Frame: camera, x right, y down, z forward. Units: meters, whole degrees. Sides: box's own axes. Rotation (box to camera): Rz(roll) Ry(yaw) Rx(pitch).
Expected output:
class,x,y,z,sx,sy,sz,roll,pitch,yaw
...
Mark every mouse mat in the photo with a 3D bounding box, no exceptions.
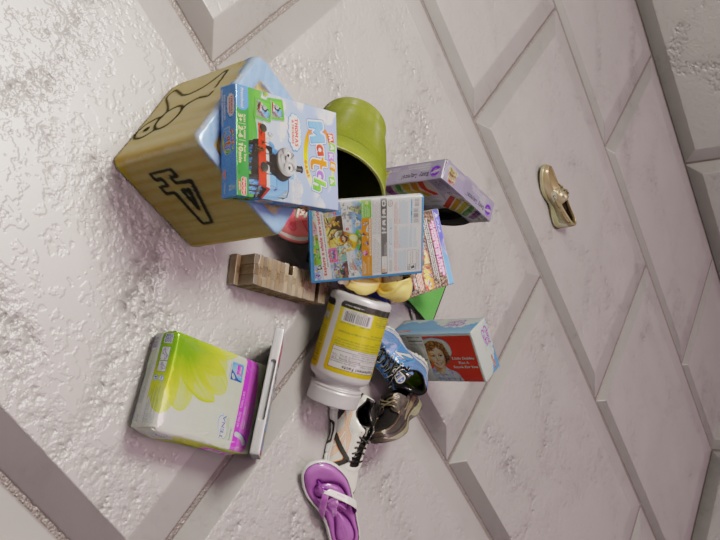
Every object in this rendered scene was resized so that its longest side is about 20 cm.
class,x,y,z,sx,sy,sz,roll,pitch,yaw
mouse mat,0.127,0.003,1.674,0.200,0.008,0.161,47,53,-34

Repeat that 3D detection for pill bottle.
class,x,y,z,sx,sy,sz,roll,pitch,yaw
pill bottle,-0.025,0.141,1.389,0.114,0.114,0.201,15,92,-48

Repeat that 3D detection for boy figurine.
class,x,y,z,sx,sy,sz,roll,pitch,yaw
boy figurine,0.000,0.000,1.398,0.124,0.200,0.065,-44,158,-56

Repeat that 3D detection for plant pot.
class,x,y,z,sx,sy,sz,roll,pitch,yaw
plant pot,-0.035,-0.208,1.397,0.200,0.200,0.193,51,38,-34

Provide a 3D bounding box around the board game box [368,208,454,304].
class,x,y,z,sx,sy,sz,roll,pitch,yaw
board game box,0.075,-0.025,1.541,0.200,0.097,0.160,-14,92,-45

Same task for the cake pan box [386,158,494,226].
class,x,y,z,sx,sy,sz,roll,pitch,yaw
cake pan box,0.154,-0.156,1.605,0.200,0.184,0.052,34,66,-44

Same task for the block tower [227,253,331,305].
class,x,y,z,sx,sy,sz,roll,pitch,yaw
block tower,-0.136,0.018,1.339,0.200,0.058,0.054,18,73,-47

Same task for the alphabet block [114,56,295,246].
class,x,y,z,sx,sy,sz,roll,pitch,yaw
alphabet block,-0.205,-0.172,1.163,0.197,0.200,0.196,53,50,-32

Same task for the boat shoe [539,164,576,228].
class,x,y,z,sx,sy,sz,roll,pitch,yaw
boat shoe,0.563,-0.213,2.191,0.072,0.065,0.200,-43,118,-43

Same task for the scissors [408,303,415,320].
class,x,y,z,sx,sy,sz,roll,pitch,yaw
scissors,0.101,0.017,1.654,0.073,0.014,0.200,-45,118,-45

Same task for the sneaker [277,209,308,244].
class,x,y,z,sx,sy,sz,roll,pitch,yaw
sneaker,-0.069,-0.090,1.351,0.074,0.199,0.087,-89,-163,-58

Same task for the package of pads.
class,x,y,z,sx,sy,sz,roll,pitch,yaw
package of pads,-0.244,0.195,1.183,0.200,0.068,0.155,30,63,-44

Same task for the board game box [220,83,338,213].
class,x,y,z,sx,sy,sz,roll,pitch,yaw
board game box,-0.110,-0.167,1.092,0.200,0.037,0.152,3,84,-51

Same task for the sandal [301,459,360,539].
class,x,y,z,sx,sy,sz,roll,pitch,yaw
sandal,-0.042,0.427,1.390,0.082,0.050,0.203,-26,112,-10

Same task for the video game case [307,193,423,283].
class,x,y,z,sx,sy,sz,roll,pitch,yaw
video game case,0.010,-0.056,1.325,0.199,0.018,0.144,-5,111,-11

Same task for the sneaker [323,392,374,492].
class,x,y,z,sx,sy,sz,roll,pitch,yaw
sneaker,-0.018,0.322,1.433,0.074,0.080,0.201,9,81,-52

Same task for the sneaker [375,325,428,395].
class,x,y,z,sx,sy,sz,roll,pitch,yaw
sneaker,0.067,0.178,1.510,0.200,0.079,0.089,36,19,-25

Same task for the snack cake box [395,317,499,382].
class,x,y,z,sx,sy,sz,roll,pitch,yaw
snack cake box,0.171,0.163,1.579,0.067,0.200,0.115,-36,114,-46

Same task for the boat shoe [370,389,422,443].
class,x,y,z,sx,sy,sz,roll,pitch,yaw
boat shoe,0.061,0.278,1.527,0.200,0.074,0.074,-35,108,-66

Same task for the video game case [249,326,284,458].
class,x,y,z,sx,sy,sz,roll,pitch,yaw
video game case,-0.152,0.203,1.258,0.017,0.143,0.201,11,73,-3
